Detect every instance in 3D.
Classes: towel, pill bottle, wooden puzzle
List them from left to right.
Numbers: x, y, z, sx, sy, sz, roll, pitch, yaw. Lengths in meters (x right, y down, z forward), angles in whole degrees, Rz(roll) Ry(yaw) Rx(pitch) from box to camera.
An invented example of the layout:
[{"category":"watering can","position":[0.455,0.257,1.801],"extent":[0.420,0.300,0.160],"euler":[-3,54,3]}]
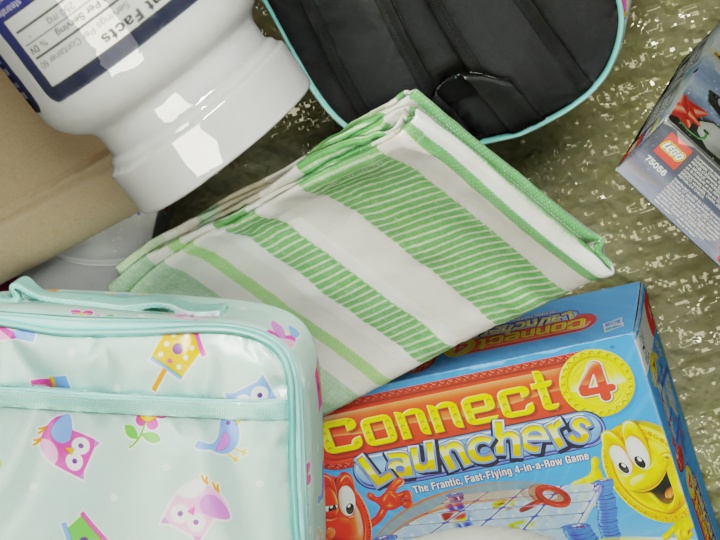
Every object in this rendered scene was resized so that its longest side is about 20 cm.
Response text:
[{"category":"wooden puzzle","position":[-0.202,-0.087,1.224],"extent":[0.184,0.037,0.201],"euler":[-26,103,25]},{"category":"pill bottle","position":[-0.116,-0.130,1.119],"extent":[0.115,0.116,0.200],"euler":[-31,103,23]},{"category":"towel","position":[0.000,0.000,1.228],"extent":[0.199,0.023,0.152],"euler":[-28,132,34]}]

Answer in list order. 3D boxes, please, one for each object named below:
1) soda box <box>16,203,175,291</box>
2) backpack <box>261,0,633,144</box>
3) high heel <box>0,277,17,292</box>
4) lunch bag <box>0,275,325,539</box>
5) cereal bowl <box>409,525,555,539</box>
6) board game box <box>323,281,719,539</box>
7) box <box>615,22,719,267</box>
[{"category":"soda box","position":[-0.111,-0.082,1.254],"extent":[0.063,0.068,0.201],"euler":[16,120,1]},{"category":"backpack","position":[0.035,-0.162,1.176],"extent":[0.175,0.153,0.201],"euler":[-18,111,21]},{"category":"high heel","position":[-0.181,-0.073,1.272],"extent":[0.095,0.067,0.201],"euler":[-14,101,29]},{"category":"lunch bag","position":[-0.118,0.085,1.227],"extent":[0.199,0.077,0.161],"euler":[1,105,8]},{"category":"cereal bowl","position":[0.039,0.200,1.318],"extent":[0.199,0.083,0.201],"euler":[-14,135,-14]},{"category":"board game box","position":[0.077,0.122,1.371],"extent":[0.199,0.056,0.197],"euler":[-13,114,17]},{"category":"box","position":[0.216,-0.016,1.211],"extent":[0.200,0.137,0.040],"euler":[43,121,-2]}]
